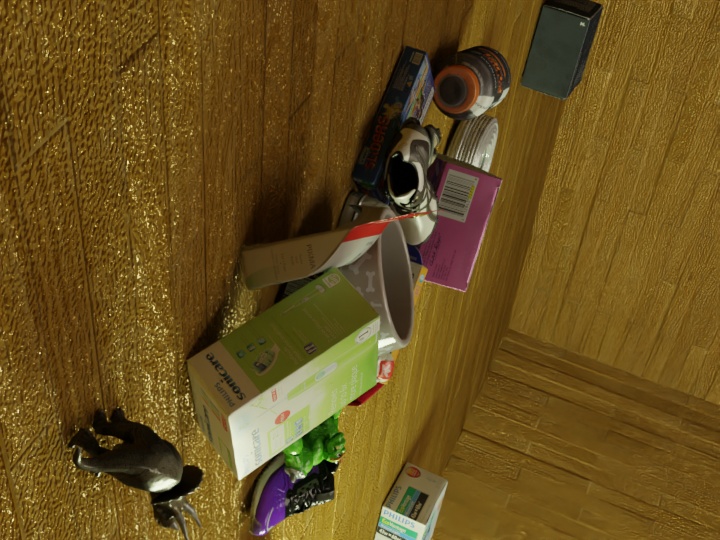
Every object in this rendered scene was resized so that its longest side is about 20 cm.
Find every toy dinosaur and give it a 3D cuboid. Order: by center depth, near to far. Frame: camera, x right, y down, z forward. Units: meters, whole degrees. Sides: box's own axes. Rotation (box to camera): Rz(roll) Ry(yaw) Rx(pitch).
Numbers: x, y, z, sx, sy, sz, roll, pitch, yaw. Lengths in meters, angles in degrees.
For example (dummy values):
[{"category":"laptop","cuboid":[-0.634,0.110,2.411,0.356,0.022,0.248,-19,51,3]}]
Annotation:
[{"category":"toy dinosaur","cuboid":[-0.191,0.164,0.972,0.201,0.101,0.078,83,29,-64]}]

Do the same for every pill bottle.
[{"category":"pill bottle","cuboid":[0.173,-0.299,1.788,0.200,0.105,0.108,-40,147,-66]}]

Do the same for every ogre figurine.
[{"category":"ogre figurine","cuboid":[-0.069,0.215,1.577,0.200,0.096,0.122,-79,166,-75]}]

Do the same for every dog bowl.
[{"category":"dog bowl","cuboid":[0.021,0.012,1.414,0.200,0.058,0.203,-8,90,-75]}]

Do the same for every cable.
[{"category":"cable","cuboid":[0.206,-0.206,2.131,0.202,0.068,0.201,96,19,-45]}]

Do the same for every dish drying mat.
[{"category":"dish drying mat","cuboid":[-0.007,0.189,1.821,0.200,0.076,0.019,-21,113,-73]}]

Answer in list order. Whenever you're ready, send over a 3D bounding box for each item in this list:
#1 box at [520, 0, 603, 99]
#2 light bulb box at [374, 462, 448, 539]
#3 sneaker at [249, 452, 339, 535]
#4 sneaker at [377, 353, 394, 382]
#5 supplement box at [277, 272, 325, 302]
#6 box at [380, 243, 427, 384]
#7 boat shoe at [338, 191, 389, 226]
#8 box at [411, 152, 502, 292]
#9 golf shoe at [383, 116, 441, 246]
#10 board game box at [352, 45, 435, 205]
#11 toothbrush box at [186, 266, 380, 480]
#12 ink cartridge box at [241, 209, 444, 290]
[{"category":"box","cuboid":[0.485,-0.541,2.676,0.197,0.122,0.202,-49,156,-61]},{"category":"light bulb box","cuboid":[0.125,0.651,2.901,0.198,0.123,0.202,-51,157,-55]},{"category":"sneaker","cuboid":[-0.087,0.313,1.606,0.200,0.098,0.070,-52,156,-55]},{"category":"sneaker","cuboid":[0.001,0.118,1.466,0.200,0.092,0.071,-76,-174,-77]},{"category":"supplement box","cuboid":[-0.074,0.076,1.410,0.109,0.060,0.203,16,93,-77]},{"category":"box","cuboid":[0.016,0.048,1.609,0.203,0.118,0.041,-71,162,0]},{"category":"boat shoe","cuboid":[0.002,-0.001,1.554,0.075,0.085,0.205,-18,126,-73]},{"category":"box","cuboid":[0.118,-0.085,1.714,0.200,0.095,0.178,-131,-123,-72]},{"category":"golf shoe","cuboid":[0.061,-0.108,1.540,0.095,0.077,0.202,-50,147,-44]},{"category":"board game box","cuboid":[0.050,-0.198,1.583,0.135,0.034,0.202,58,54,-73]},{"category":"toothbrush box","cuboid":[-0.080,0.112,1.217,0.199,0.086,0.147,-31,150,-22]},{"category":"ink cartridge box","cuboid":[-0.014,-0.025,1.235,0.161,0.197,0.051,-18,98,-73]}]
